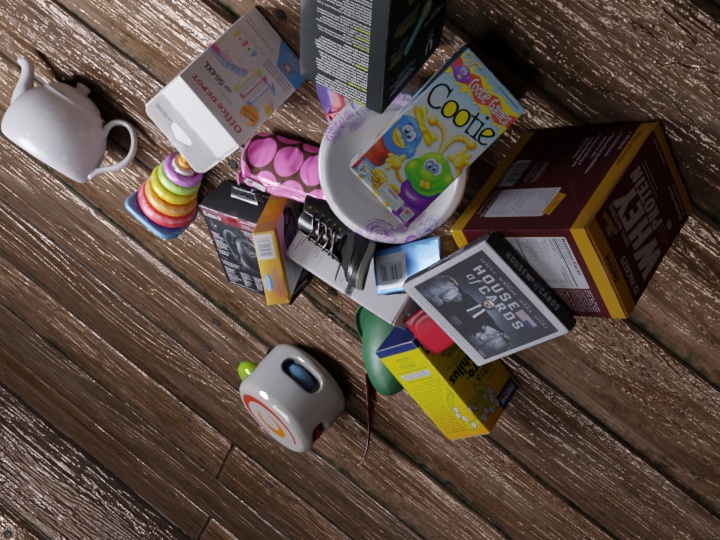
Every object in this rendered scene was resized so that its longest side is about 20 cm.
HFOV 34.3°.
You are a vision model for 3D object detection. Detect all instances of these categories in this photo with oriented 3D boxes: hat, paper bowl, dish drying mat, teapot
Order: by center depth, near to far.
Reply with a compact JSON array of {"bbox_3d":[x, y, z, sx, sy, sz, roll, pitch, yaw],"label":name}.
[{"bbox_3d":[0.048,-0.145,1.553,0.197,0.104,0.204,2,106,8],"label":"paper bowl"},{"bbox_3d":[0.157,0.051,1.722,0.077,0.018,0.199,43,121,-15],"label":"dish drying mat"},{"bbox_3d":[0.026,0.185,1.947,0.201,0.177,0.165,50,146,-15],"label":"hat"},{"bbox_3d":[-0.512,-0.255,2.025,0.199,0.147,0.197,34,180,-39],"label":"teapot"}]

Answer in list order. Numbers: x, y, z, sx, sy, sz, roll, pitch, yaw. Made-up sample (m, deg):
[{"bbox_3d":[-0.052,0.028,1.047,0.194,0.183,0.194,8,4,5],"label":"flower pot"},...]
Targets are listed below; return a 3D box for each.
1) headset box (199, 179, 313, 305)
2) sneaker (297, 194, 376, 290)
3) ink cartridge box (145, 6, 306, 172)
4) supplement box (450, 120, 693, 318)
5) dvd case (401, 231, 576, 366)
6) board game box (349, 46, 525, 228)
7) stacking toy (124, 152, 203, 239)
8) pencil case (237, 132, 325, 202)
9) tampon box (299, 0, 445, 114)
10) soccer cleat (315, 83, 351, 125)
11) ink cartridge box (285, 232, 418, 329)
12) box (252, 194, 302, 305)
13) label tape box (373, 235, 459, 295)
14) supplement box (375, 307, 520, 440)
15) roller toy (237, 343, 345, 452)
[{"bbox_3d":[-0.177,-0.055,1.967,0.147,0.077,0.202,17,140,32],"label":"headset box"},{"bbox_3d":[-0.037,-0.039,1.611,0.104,0.201,0.076,13,113,-8],"label":"sneaker"},{"bbox_3d":[-0.193,-0.246,1.641,0.129,0.201,0.125,48,147,-13],"label":"ink cartridge box"},{"bbox_3d":[0.255,-0.061,1.399,0.198,0.198,0.134,2,133,46],"label":"supplement box"},{"bbox_3d":[0.152,0.039,1.421,0.150,0.025,0.199,45,150,-8],"label":"dvd case"},{"bbox_3d":[0.092,-0.165,1.428,0.103,0.200,0.105,44,-171,-8],"label":"board game box"},{"bbox_3d":[-0.308,-0.160,1.978,0.109,0.116,0.201,38,134,2],"label":"stacking toy"},{"bbox_3d":[-0.088,-0.141,1.756,0.198,0.094,0.092,17,132,30],"label":"pencil case"},{"bbox_3d":[0.016,-0.323,1.379,0.125,0.150,0.202,28,146,17],"label":"tampon box"},{"bbox_3d":[-0.012,-0.186,1.641,0.066,0.077,0.201,0,130,45],"label":"soccer cleat"},{"bbox_3d":[0.000,0.000,1.787,0.198,0.085,0.145,33,-178,11],"label":"ink cartridge box"},{"bbox_3d":[-0.122,-0.045,1.815,0.041,0.201,0.121,-7,113,9],"label":"box"},{"bbox_3d":[0.137,-0.008,1.593,0.142,0.198,0.067,-13,80,52],"label":"label tape box"},{"bbox_3d":[0.140,0.158,1.862,0.201,0.109,0.109,49,147,-14],"label":"supplement box"},{"bbox_3d":[-0.123,0.238,2.202,0.181,0.140,0.201,14,142,52],"label":"roller toy"}]
